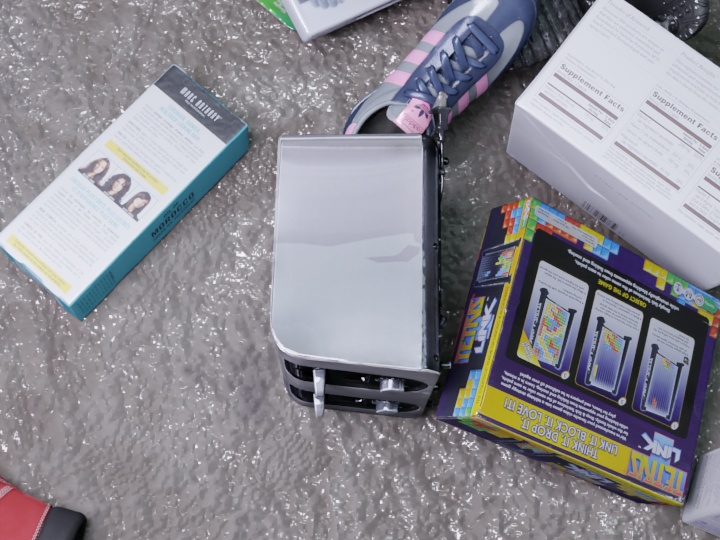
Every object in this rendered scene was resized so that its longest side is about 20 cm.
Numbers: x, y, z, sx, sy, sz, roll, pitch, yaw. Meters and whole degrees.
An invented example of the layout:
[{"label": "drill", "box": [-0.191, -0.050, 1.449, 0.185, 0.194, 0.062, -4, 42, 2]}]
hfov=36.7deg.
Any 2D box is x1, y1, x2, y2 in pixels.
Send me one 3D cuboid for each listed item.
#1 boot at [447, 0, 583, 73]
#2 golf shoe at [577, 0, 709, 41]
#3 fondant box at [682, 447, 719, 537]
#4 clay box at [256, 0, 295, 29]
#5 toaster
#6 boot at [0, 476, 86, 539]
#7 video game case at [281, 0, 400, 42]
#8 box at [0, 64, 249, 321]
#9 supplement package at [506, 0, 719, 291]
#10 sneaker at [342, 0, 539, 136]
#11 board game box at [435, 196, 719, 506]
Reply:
[{"label": "boot", "box": [0.067, -0.225, 0.867, 0.211, 0.079, 0.158, -12, 113, 8]}, {"label": "golf shoe", "box": [0.230, -0.229, 0.875, 0.094, 0.200, 0.078, -12, 115, -18]}, {"label": "fondant box", "box": [0.327, 0.164, 0.742, 0.144, 0.200, 0.058, 22, 73, 3]}, {"label": "clay box", "box": [-0.029, -0.313, 0.948, 0.115, 0.048, 0.200, 40, 74, 7]}, {"label": "toaster", "box": [0.000, 0.000, 0.784, 0.118, 0.181, 0.201, 2, 73, -2]}, {"label": "boot", "box": [-0.274, 0.231, 0.733, 0.144, 0.072, 0.200, 25, 52, 2]}, {"label": "video game case", "box": [-0.014, -0.315, 0.907, 0.182, 0.023, 0.200, -28, 89, -16]}, {"label": "box", "box": [-0.184, -0.063, 0.861, 0.082, 0.049, 0.200, 40, 75, 8]}, {"label": "supplement package", "box": [0.226, -0.091, 0.831, 0.200, 0.156, 0.111, 38, 88, 8]}, {"label": "sneaker", "box": [0.060, -0.138, 0.827, 0.070, 0.200, 0.082, 37, 33, -14]}, {"label": "board game box", "box": [0.166, 0.063, 0.798, 0.200, 0.057, 0.166, 26, 72, -24]}]
